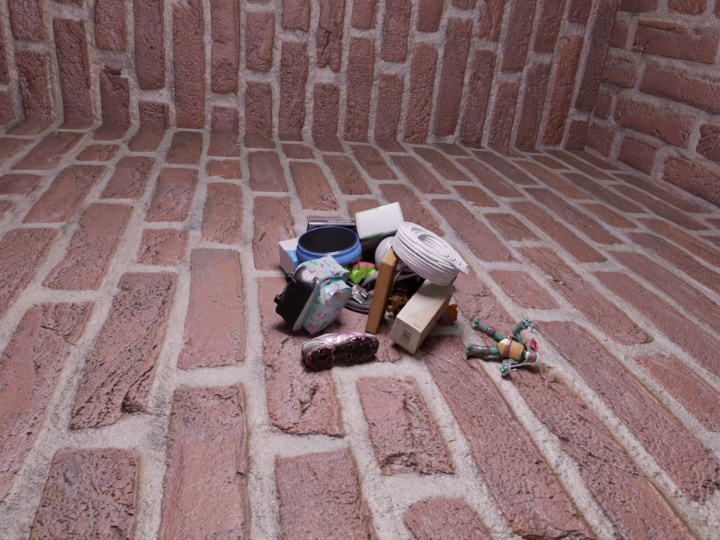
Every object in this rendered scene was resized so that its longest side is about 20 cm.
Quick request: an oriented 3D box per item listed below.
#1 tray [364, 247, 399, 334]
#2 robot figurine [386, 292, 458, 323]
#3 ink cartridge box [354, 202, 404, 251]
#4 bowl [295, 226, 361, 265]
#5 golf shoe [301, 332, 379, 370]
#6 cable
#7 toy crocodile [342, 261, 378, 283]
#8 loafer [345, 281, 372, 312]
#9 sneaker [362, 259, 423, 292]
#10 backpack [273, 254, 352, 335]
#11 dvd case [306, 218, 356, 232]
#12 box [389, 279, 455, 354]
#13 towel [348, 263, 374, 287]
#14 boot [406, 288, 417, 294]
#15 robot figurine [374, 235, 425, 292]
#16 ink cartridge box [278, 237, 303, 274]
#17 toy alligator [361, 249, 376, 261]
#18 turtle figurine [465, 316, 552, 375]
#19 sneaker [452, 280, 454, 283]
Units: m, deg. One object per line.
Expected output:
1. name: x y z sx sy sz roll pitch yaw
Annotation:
1. tray: 0.060 0.055 1.546 0.036 0.206 0.099 18 26 10
2. robot figurine: 0.169 0.102 1.646 0.192 0.060 0.146 2 23 -10
3. ink cartridge box: 0.057 -0.131 1.819 0.142 0.086 0.200 -14 -9 -3
4. bowl: -0.094 -0.074 1.718 0.193 0.041 0.203 -1 29 1
5. golf shoe: -0.049 0.179 1.417 0.193 0.075 0.092 -5 25 -22
6. cable: 0.175 -0.046 1.536 0.195 0.070 0.202 21 25 -23
7. toy crocodile: 0.000 0.000 1.747 0.066 0.064 0.196 21 15 40
8. loafer: -0.033 0.062 1.676 0.195 0.065 0.071 21 28 27
9. sneaker: 0.094 0.028 1.645 0.197 0.089 0.080 -26 -3 35
10. backpack: -0.110 0.057 1.539 0.149 0.180 0.199 36 27 10
11. dvd case: -0.088 -0.118 1.951 0.193 0.152 0.025 -1 57 -15
12. box: 0.163 0.107 1.518 0.076 0.097 0.200 30 50 16
13. towel: -0.032 0.013 1.830 0.193 0.023 0.146 1 27 -11
14. boot: 0.174 0.013 1.847 0.129 0.070 0.197 33 41 32
15. robot figurine: 0.136 -0.023 1.731 0.196 0.127 0.150 24 50 27
16. ink cartridge box: -0.138 -0.045 1.800 0.194 0.086 0.145 -15 30 -22
17. toy alligator: 0.038 -0.078 2.004 0.053 0.060 0.201 -29 13 25
18. turtle figurine: 0.371 0.195 1.464 0.194 0.101 0.153 15 67 21
19. sneaker: 0.227 -0.037 1.816 0.201 0.082 0.077 49 26 0
